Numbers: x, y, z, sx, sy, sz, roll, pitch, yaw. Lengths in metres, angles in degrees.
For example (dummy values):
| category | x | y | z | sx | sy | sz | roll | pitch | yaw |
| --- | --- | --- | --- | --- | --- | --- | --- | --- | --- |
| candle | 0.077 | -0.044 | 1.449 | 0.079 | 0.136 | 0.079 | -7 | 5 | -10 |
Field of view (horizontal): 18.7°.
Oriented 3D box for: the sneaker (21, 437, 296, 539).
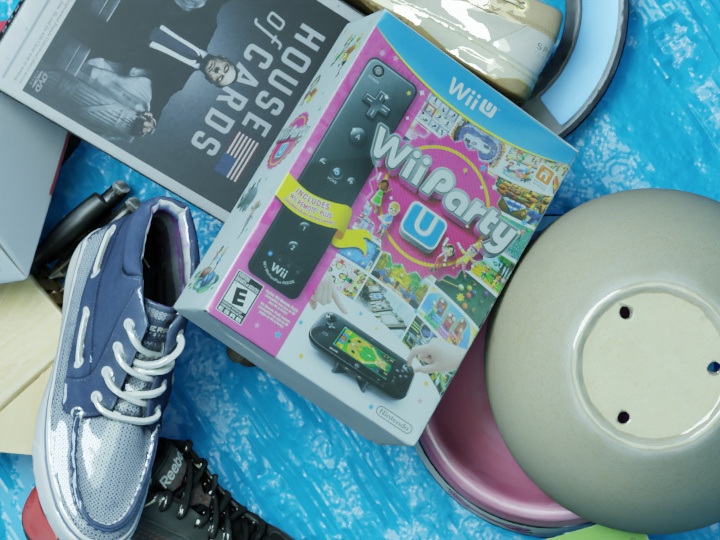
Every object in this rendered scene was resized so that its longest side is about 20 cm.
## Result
| category | x | y | z | sx | sy | sz | roll | pitch | yaw |
| --- | --- | --- | --- | --- | --- | --- | --- | --- | --- |
| sneaker | -0.104 | 0.156 | 1.333 | 0.199 | 0.071 | 0.098 | 21 | 127 | -2 |

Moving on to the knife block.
| category | x | y | z | sx | sy | sz | roll | pitch | yaw |
| --- | --- | --- | --- | --- | --- | --- | --- | --- | --- |
| knife block | -0.219 | 0.026 | 1.376 | 0.198 | 0.064 | 0.177 | 4 | 89 | 8 |

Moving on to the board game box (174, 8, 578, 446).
| category | x | y | z | sx | sy | sz | roll | pitch | yaw |
| --- | --- | --- | --- | --- | --- | --- | --- | --- | --- |
| board game box | 0.011 | -0.023 | 1.247 | 0.147 | 0.064 | 0.201 | 34 | 76 | -16 |

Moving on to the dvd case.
| category | x | y | z | sx | sy | sz | roll | pitch | yaw |
| --- | --- | --- | --- | --- | --- | --- | --- | --- | --- |
| dvd case | -0.100 | -0.126 | 1.279 | 0.199 | 0.025 | 0.151 | 30 | 95 | -20 |

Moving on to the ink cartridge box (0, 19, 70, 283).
| category | x | y | z | sx | sy | sz | roll | pitch | yaw |
| --- | --- | --- | --- | --- | --- | --- | --- | --- | --- |
| ink cartridge box | -0.288 | -0.059 | 1.321 | 0.199 | 0.083 | 0.147 | -9 | 47 | 22 |

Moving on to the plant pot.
| category | x | y | z | sx | sy | sz | roll | pitch | yaw |
| --- | --- | --- | --- | --- | --- | --- | --- | --- | --- |
| plant pot | 0.163 | 0.051 | 1.217 | 0.198 | 0.134 | 0.202 | 0 | 88 | 7 |

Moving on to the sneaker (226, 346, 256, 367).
| category | x | y | z | sx | sy | sz | roll | pitch | yaw |
| --- | --- | --- | --- | --- | --- | --- | --- | --- | --- |
| sneaker | 0.000 | 0.000 | 1.337 | 0.075 | 0.071 | 0.200 | 40 | 109 | -6 |

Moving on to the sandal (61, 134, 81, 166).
| category | x | y | z | sx | sy | sz | roll | pitch | yaw |
| --- | --- | --- | --- | --- | --- | --- | --- | --- | --- |
| sandal | -0.239 | -0.022 | 1.359 | 0.200 | 0.076 | 0.043 | -47 | 126 | -14 |

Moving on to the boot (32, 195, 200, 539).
| category | x | y | z | sx | sy | sz | roll | pitch | yaw |
| --- | --- | --- | --- | --- | --- | --- | --- | --- | --- |
| boot | -0.137 | 0.058 | 1.258 | 0.072 | 0.090 | 0.202 | 11 | 67 | -28 |

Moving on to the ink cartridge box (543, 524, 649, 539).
| category | x | y | z | sx | sy | sz | roll | pitch | yaw |
| --- | --- | --- | --- | --- | --- | --- | --- | --- | --- |
| ink cartridge box | 0.088 | 0.242 | 1.299 | 0.199 | 0.076 | 0.149 | -20 | 87 | 25 |

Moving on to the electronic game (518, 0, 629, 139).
| category | x | y | z | sx | sy | sz | roll | pitch | yaw |
| --- | --- | --- | --- | --- | --- | --- | --- | --- | --- |
| electronic game | 0.066 | -0.162 | 1.353 | 0.198 | 0.042 | 0.202 | 0 | 89 | 8 |

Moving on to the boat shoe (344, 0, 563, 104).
| category | x | y | z | sx | sy | sz | roll | pitch | yaw |
| --- | --- | --- | --- | --- | --- | --- | --- | --- | --- |
| boat shoe | 0.032 | -0.177 | 1.308 | 0.199 | 0.074 | 0.069 | 34 | 89 | 10 |

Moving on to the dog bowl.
| category | x | y | z | sx | sy | sz | roll | pitch | yaw |
| --- | --- | --- | --- | --- | --- | --- | --- | --- | --- |
| dog bowl | 0.116 | 0.065 | 1.327 | 0.198 | 0.074 | 0.202 | 0 | 89 | 8 |
